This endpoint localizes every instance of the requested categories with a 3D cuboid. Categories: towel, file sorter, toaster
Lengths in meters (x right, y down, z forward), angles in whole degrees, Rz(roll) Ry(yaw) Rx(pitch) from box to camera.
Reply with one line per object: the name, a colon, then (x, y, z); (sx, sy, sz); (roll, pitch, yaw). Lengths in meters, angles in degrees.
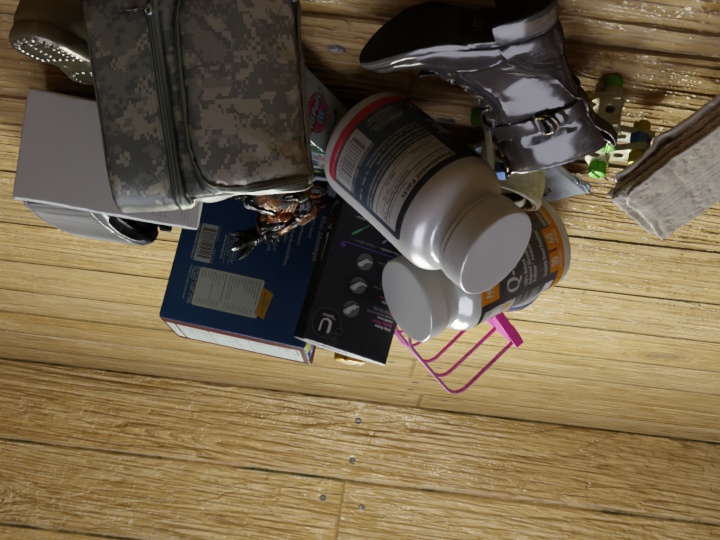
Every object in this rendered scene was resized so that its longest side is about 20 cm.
towel: (0.338, -0.111, 0.895); (0.199, 0.035, 0.132); (-37, 146, 21)
file sorter: (0.098, 0.052, 1.279); (0.139, 0.125, 0.200); (50, 177, -30)
toaster: (-0.338, -0.102, 1.208); (0.127, 0.116, 0.200); (6, 166, 18)

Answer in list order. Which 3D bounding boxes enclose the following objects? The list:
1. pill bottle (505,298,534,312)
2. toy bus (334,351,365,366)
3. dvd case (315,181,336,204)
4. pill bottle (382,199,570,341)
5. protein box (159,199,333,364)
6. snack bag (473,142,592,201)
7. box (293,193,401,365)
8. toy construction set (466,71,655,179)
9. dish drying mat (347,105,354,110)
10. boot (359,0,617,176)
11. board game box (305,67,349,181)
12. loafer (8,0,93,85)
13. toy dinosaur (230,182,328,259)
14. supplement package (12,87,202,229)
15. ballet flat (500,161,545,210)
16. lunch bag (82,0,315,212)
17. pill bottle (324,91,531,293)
pill bottle: (0.201, -0.012, 1.242); (0.110, 0.114, 0.200); (5, 170, 6)
toy bus: (-0.007, 0.018, 1.224); (0.077, 0.204, 0.065); (13, 170, -8)
dvd case: (-0.036, -0.117, 1.193); (0.198, 0.018, 0.142); (19, 159, -33)
pill bottle: (0.130, -0.003, 1.053); (0.198, 0.118, 0.116); (-24, 177, -26)
protein box: (-0.144, 0.003, 1.283); (0.196, 0.202, 0.135); (12, 166, 3)
snack bag: (0.144, -0.108, 1.095); (0.198, 0.022, 0.187); (-13, 156, 36)
box: (0.000, 0.000, 1.125); (0.104, 0.203, 0.122); (17, 174, -8)
toy construction set: (0.184, -0.136, 0.927); (0.197, 0.094, 0.131); (-12, 157, 21)
dish drying mat: (0.060, -0.141, 1.071); (0.198, 0.019, 0.076); (21, 158, -39)
boot: (0.112, -0.150, 0.825); (0.197, 0.070, 0.175); (-4, 137, 27)
board game box: (-0.096, -0.159, 0.959); (0.145, 0.065, 0.200); (8, 165, 31)
loafer: (-0.251, -0.215, 0.874); (0.075, 0.069, 0.200); (8, 180, 8)
toy dinosaur: (-0.092, -0.077, 1.135); (0.134, 0.104, 0.200); (-14, 158, 22)
supplement package: (-0.268, -0.122, 1.042); (0.196, 0.119, 0.117); (11, -174, -10)
ballet flat: (0.103, -0.088, 1.025); (0.196, 0.064, 0.068); (-2, 161, 12)
lunch bag: (-0.123, -0.154, 0.779); (0.164, 0.204, 0.139); (-4, -169, 6)
pill bottle: (0.065, -0.073, 0.904); (0.200, 0.120, 0.119); (45, -173, 33)
